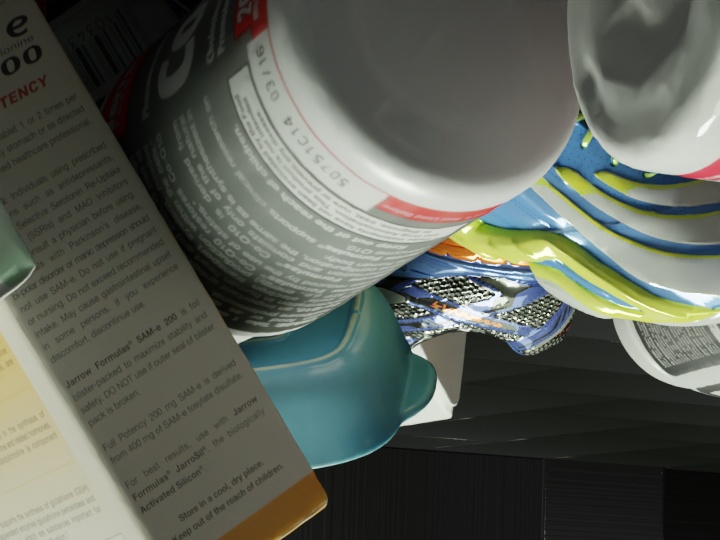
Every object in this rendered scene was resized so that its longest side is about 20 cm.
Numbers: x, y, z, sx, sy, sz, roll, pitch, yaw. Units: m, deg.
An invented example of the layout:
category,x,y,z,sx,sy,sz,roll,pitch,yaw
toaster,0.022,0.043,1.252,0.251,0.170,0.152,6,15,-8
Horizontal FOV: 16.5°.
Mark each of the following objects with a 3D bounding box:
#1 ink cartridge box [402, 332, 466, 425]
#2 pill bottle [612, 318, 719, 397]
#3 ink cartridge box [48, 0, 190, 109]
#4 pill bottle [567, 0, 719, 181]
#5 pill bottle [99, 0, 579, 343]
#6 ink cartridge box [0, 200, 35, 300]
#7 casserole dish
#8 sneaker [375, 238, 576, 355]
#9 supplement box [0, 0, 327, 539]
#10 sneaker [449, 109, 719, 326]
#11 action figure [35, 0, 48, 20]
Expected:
category,x,y,z,sx,sy,sz,roll,pitch,yaw
ink cartridge box,-0.064,0.010,1.170,0.199,0.083,0.147,-10,134,22
pill bottle,0.202,0.005,1.261,0.116,0.117,0.200,4,172,-12
ink cartridge box,-0.128,-0.031,1.016,0.198,0.043,0.200,-34,165,8
pill bottle,0.171,-0.074,0.735,0.199,0.111,0.111,6,171,-23
pill bottle,-0.024,-0.044,0.851,0.114,0.114,0.200,7,158,-30
ink cartridge box,-0.201,-0.066,0.770,0.050,0.200,0.161,-34,-165,-35
casserole dish,-0.071,0.038,0.964,0.199,0.039,0.121,-6,-156,9
sneaker,0.000,0.000,1.031,0.199,0.079,0.075,6,-147,22
supplement box,-0.114,0.022,0.844,0.073,0.200,0.126,-33,-176,-36
sneaker,0.071,-0.047,0.927,0.199,0.076,0.105,18,150,12
action figure,-0.158,-0.106,0.805,0.065,0.052,0.200,-4,176,10
